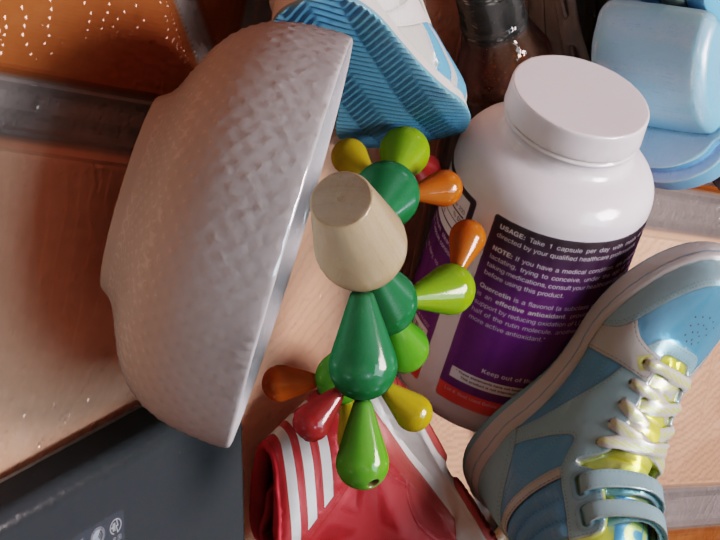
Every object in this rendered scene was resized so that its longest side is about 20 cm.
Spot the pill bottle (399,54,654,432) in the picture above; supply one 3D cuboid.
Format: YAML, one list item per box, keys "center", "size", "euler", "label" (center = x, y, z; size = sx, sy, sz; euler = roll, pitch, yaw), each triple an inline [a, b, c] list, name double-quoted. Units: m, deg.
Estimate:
- center: [0.093, -0.014, 1.361]
  size: [0.112, 0.112, 0.201]
  euler: [-30, 147, -47]
  label: "pill bottle"

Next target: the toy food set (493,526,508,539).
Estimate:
- center: [0.118, 0.237, 1.601]
  size: [0.201, 0.048, 0.198]
  euler: [-58, 143, -24]
  label: "toy food set"

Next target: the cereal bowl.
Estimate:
- center: [-0.069, -0.024, 1.157]
  size: [0.200, 0.083, 0.202]
  euler: [-164, -90, -89]
  label: "cereal bowl"

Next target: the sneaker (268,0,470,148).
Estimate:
- center: [0.008, -0.124, 1.271]
  size: [0.200, 0.076, 0.081]
  euler: [54, 29, -63]
  label: "sneaker"

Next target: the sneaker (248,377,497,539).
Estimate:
- center: [0.004, 0.143, 1.359]
  size: [0.115, 0.078, 0.201]
  euler: [-33, 119, -5]
  label: "sneaker"

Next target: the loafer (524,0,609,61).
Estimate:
- center: [0.129, -0.189, 1.430]
  size: [0.070, 0.069, 0.202]
  euler: [-24, 122, -50]
  label: "loafer"

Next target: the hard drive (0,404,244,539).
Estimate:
- center: [-0.128, 0.149, 1.217]
  size: [0.200, 0.033, 0.141]
  euler: [-27, 124, -48]
  label: "hard drive"

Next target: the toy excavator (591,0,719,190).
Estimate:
- center: [0.172, -0.150, 1.352]
  size: [0.200, 0.099, 0.196]
  euler: [26, 77, -61]
  label: "toy excavator"

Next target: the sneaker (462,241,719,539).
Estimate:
- center: [0.148, 0.089, 1.303]
  size: [0.079, 0.131, 0.200]
  euler: [26, 115, -34]
  label: "sneaker"

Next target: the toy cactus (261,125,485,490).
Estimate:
- center: [0.000, 0.000, 1.231]
  size: [0.165, 0.102, 0.201]
  euler: [67, 39, -60]
  label: "toy cactus"

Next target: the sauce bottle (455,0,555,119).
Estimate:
- center: [0.088, -0.093, 1.412]
  size: [0.066, 0.066, 0.201]
  euler: [-46, 138, -36]
  label: "sauce bottle"
